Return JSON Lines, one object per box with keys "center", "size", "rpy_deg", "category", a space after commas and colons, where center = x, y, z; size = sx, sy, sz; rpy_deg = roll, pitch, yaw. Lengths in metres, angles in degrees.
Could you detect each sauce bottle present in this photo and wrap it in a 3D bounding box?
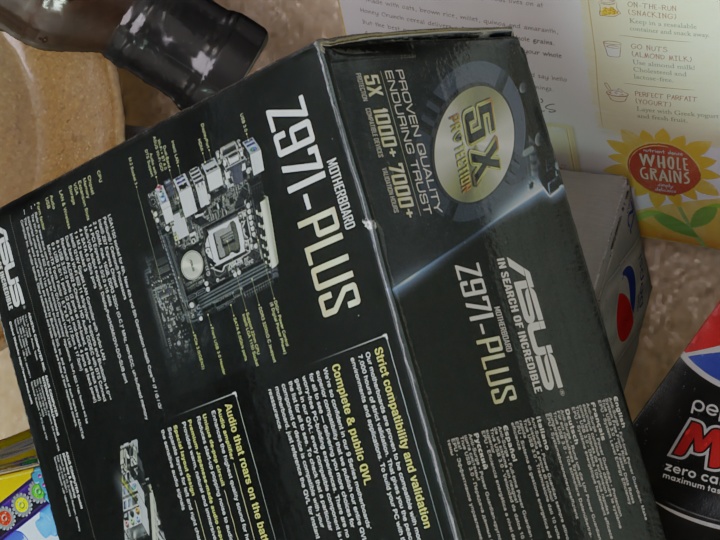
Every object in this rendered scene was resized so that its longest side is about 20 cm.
{"center": [-0.125, -0.118, 0.773], "size": [0.199, 0.065, 0.065], "rpy_deg": [34, 108, -9], "category": "sauce bottle"}

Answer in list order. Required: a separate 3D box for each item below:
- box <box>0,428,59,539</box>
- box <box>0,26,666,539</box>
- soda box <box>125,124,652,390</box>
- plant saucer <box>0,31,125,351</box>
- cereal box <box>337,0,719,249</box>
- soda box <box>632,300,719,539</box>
{"center": [-0.084, 0.151, 0.800], "size": [0.121, 0.200, 0.194], "rpy_deg": [-14, 92, 21], "category": "box"}
{"center": [-0.011, 0.052, 0.645], "size": [0.163, 0.086, 0.202], "rpy_deg": [-23, 80, 43], "category": "box"}
{"center": [0.000, 0.000, 0.806], "size": [0.198, 0.068, 0.064], "rpy_deg": [8, 58, 21], "category": "soda box"}
{"center": [-0.183, -0.052, 0.788], "size": [0.198, 0.035, 0.202], "rpy_deg": [5, 73, -18], "category": "plant saucer"}
{"center": [0.062, -0.093, 0.737], "size": [0.143, 0.040, 0.201], "rpy_deg": [11, 143, 19], "category": "cereal box"}
{"center": [0.139, 0.040, 0.701], "size": [0.063, 0.200, 0.071], "rpy_deg": [26, 150, 23], "category": "soda box"}
